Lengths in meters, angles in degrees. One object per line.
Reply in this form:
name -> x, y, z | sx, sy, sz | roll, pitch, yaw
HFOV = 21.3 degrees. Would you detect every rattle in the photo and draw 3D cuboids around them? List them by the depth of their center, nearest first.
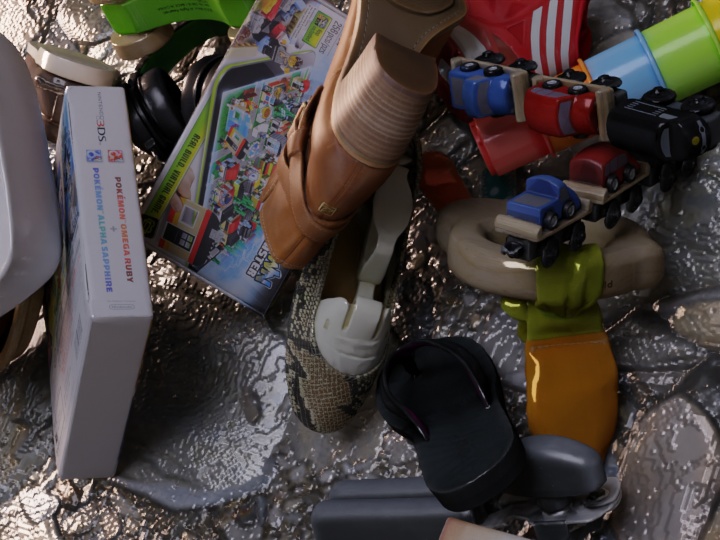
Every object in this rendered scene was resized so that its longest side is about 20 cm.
rattle -> 0.099, 0.016, 1.190 | 0.130, 0.144, 0.199 | -29, 28, -26

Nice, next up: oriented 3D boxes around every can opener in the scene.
can opener -> 0.061, 0.131, 1.129 | 0.199, 0.067, 0.053 | -10, 15, 31

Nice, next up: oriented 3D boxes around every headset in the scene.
headset -> -0.114, -0.106, 1.374 | 0.123, 0.094, 0.201 | -11, 45, 29

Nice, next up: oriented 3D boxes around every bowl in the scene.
bowl -> -0.270, -0.047, 1.261 | 0.199, 0.074, 0.202 | -29, 67, 36

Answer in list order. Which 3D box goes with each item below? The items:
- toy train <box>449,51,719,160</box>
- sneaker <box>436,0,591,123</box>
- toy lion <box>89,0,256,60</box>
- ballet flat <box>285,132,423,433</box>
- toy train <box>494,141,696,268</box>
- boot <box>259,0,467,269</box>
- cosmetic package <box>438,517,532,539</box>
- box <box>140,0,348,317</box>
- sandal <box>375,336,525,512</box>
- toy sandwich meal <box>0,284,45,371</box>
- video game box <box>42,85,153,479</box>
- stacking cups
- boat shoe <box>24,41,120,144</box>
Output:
toy train -> 0.120, -0.093, 1.100 | 0.046, 0.034, 0.199 | -29, 31, -33
sneaker -> 0.090, -0.167, 1.283 | 0.115, 0.079, 0.200 | -15, 39, -11
toy lion -> -0.094, -0.234, 1.388 | 0.199, 0.069, 0.192 | 4, 43, 42
ballet flat -> 0.000, 0.000, 1.195 | 0.075, 0.067, 0.202 | -19, 56, 65
toy train -> 0.141, -0.052, 1.113 | 0.034, 0.046, 0.199 | 17, 31, 33
boot -> -0.007, -0.106, 1.182 | 0.155, 0.073, 0.201 | -55, 11, 34
cosmetic package -> 0.134, 0.206, 1.019 | 0.199, 0.103, 0.088 | 12, 73, 34
box -> -0.059, -0.084, 1.271 | 0.110, 0.035, 0.201 | 30, 97, 1
sandal -> 0.048, 0.073, 1.127 | 0.075, 0.048, 0.201 | -35, 21, 0
toy sandwich meal -> -0.273, -0.019, 1.359 | 0.205, 0.070, 0.207 | -176, 90, -69
video game box -> -0.179, 0.011, 1.271 | 0.046, 0.201, 0.183 | -2, 56, -17
stacking cups -> 0.165, -0.113, 1.179 | 0.199, 0.061, 0.061 | -27, 53, 5
boat shoe -> -0.213, -0.128, 1.390 | 0.200, 0.071, 0.060 | -140, 65, -76
